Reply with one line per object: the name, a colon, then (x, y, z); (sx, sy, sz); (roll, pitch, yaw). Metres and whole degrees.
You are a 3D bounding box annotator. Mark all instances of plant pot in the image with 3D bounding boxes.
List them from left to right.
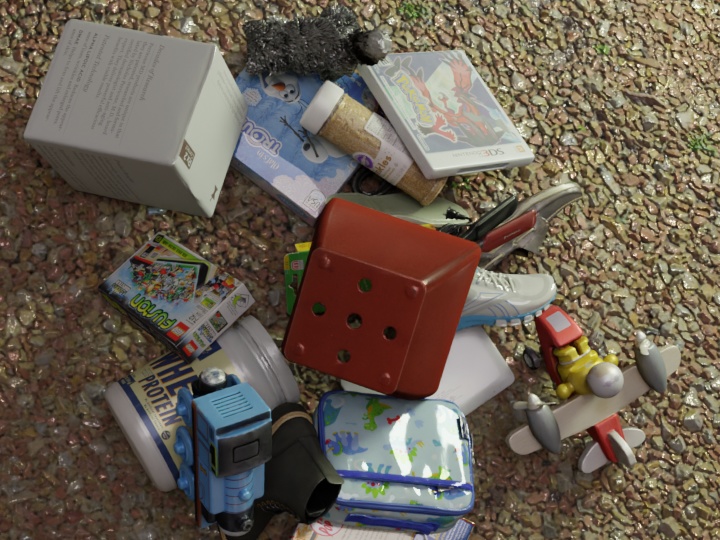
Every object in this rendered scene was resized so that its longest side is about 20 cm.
plant pot: (0.009, 0.043, 1.432); (0.200, 0.176, 0.200); (19, 101, 9)

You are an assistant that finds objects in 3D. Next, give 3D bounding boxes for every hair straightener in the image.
hair straightener: (0.124, -0.041, 1.555); (0.200, 0.041, 0.077); (-32, 57, -17)

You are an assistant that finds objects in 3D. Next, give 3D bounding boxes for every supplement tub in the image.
supplement tub: (-0.187, 0.155, 1.474); (0.200, 0.145, 0.145); (-31, 83, -15)

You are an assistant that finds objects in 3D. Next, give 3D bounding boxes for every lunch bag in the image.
lunch bag: (0.037, 0.232, 1.483); (0.200, 0.082, 0.161); (9, 55, -14)

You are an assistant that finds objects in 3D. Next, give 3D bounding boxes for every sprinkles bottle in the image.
sprinkles bottle: (0.021, -0.163, 1.584); (0.200, 0.068, 0.068); (33, 73, -6)

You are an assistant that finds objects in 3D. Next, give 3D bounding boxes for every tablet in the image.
tablet: (0.088, 0.141, 1.591); (0.200, 0.014, 0.130); (-32, 83, -16)

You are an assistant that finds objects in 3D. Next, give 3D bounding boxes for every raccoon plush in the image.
raccoon plush: (-0.064, -0.293, 1.545); (0.134, 0.200, 0.097); (-7, 89, -26)

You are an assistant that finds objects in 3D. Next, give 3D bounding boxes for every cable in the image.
cable: (0.077, -0.159, 1.644); (0.200, 0.050, 0.097); (-17, 77, -15)

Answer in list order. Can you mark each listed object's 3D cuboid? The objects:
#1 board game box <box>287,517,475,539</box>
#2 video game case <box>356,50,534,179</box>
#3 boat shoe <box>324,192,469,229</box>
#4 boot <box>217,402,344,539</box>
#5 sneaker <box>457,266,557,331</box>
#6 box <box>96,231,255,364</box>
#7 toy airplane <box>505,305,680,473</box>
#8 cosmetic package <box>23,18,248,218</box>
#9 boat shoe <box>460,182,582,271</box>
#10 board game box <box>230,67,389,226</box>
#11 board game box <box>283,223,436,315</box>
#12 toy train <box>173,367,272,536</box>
board game box: (0.019, 0.336, 1.513); (0.200, 0.046, 0.152); (28, 73, -1)
video game case: (0.112, -0.209, 1.613); (0.182, 0.023, 0.200); (-11, 59, -37)
boat shoe: (0.043, -0.061, 1.611); (0.201, 0.061, 0.072); (2, 34, -20)
boot: (-0.096, 0.272, 1.424); (0.077, 0.138, 0.200); (7, 118, -33)
sneaker: (0.153, 0.024, 1.569); (0.200, 0.087, 0.075); (-11, 34, -3)
box: (-0.225, 0.029, 1.490); (0.110, 0.200, 0.035); (-44, 131, -17)
toy airplane: (0.296, 0.159, 1.554); (0.199, 0.141, 0.200); (19, 74, -5)
cosmetic package: (-0.268, -0.184, 1.509); (0.200, 0.165, 0.165); (12, 73, 13)
boat shoe: (0.211, -0.050, 1.635); (0.200, 0.074, 0.073); (-28, 91, -6)
board game box: (-0.081, -0.196, 1.632); (0.200, 0.043, 0.199); (37, 74, 1)
board game box: (0.000, 0.000, 1.576); (0.200, 0.030, 0.096); (-10, 123, -13)
toy train: (-0.150, 0.204, 1.352); (0.087, 0.200, 0.114); (-14, 36, -27)
